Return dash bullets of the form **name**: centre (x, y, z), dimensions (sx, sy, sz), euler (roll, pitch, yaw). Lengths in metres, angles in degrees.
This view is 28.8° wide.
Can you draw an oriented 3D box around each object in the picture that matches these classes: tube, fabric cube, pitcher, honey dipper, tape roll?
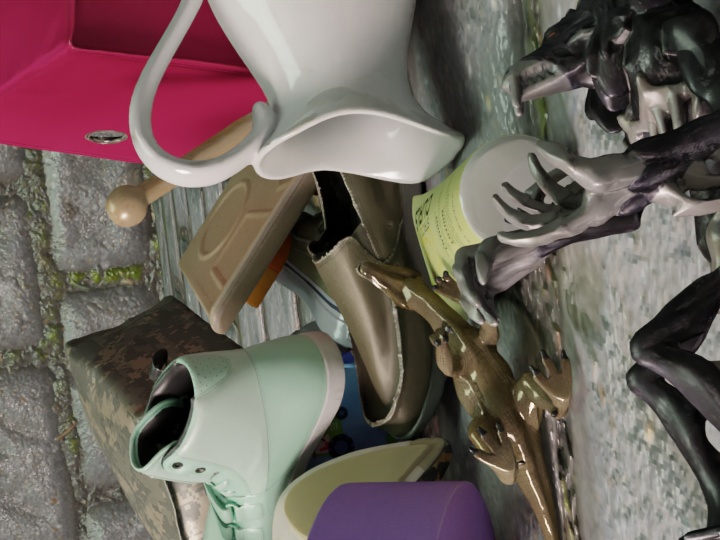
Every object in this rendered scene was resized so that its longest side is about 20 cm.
- **tube**: centre (0.052, -0.016, 0.666), dimensions (0.200, 0.052, 0.058), euler (133, 162, -80)
- **fabric cube**: centre (-0.138, -0.191, 0.886), dimensions (0.199, 0.195, 0.202), euler (-14, 75, 52)
- **pitcher**: centre (-0.046, -0.143, 0.734), dimensions (0.121, 0.170, 0.202), euler (129, 131, -67)
- **honey dipper**: centre (-0.060, -0.082, 0.790), dimensions (0.038, 0.199, 0.038), euler (42, 156, 24)
- **tape roll**: centre (0.024, 0.205, 0.680), dimensions (0.200, 0.065, 0.202), euler (-3, -90, -75)

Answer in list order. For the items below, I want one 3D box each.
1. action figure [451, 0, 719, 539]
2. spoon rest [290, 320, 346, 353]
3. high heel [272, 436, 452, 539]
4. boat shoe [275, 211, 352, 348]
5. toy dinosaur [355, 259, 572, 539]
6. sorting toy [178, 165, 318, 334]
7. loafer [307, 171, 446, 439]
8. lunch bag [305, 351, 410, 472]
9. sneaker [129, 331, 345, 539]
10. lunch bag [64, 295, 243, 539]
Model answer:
- **action figure**: centre (0.080, -0.014, 0.417), dimensions (0.119, 0.101, 0.202), euler (83, 173, -70)
- **spoon rest**: centre (-0.044, 0.107, 1.091), dimensions (0.100, 0.060, 0.201), euler (-52, -11, -33)
- **high heel**: centre (0.001, 0.186, 0.833), dimensions (0.143, 0.200, 0.072), euler (45, -169, -37)
- **boat shoe**: centre (-0.015, -0.009, 0.954), dimensions (0.200, 0.071, 0.063), euler (43, 121, 60)
- **toy dinosaur**: centre (0.068, 0.068, 0.652), dimensions (0.201, 0.058, 0.101), euler (62, 173, 7)
- **sorting toy**: centre (-0.058, -0.055, 0.974), dimensions (0.186, 0.036, 0.200), euler (-57, 17, 4)
- **loafer**: centre (0.000, 0.000, 0.817), dimensions (0.075, 0.069, 0.202), euler (-14, 83, 62)
- **lunch bag**: centre (-0.005, 0.155, 0.980), dimensions (0.200, 0.093, 0.152), euler (76, -176, -71)
- **sneaker**: centre (-0.094, 0.121, 0.840), dimensions (0.074, 0.117, 0.202), euler (52, 133, 42)
- **lunch bag**: centre (-0.121, 0.144, 1.037), dimensions (0.164, 0.117, 0.202), euler (28, 136, 57)
